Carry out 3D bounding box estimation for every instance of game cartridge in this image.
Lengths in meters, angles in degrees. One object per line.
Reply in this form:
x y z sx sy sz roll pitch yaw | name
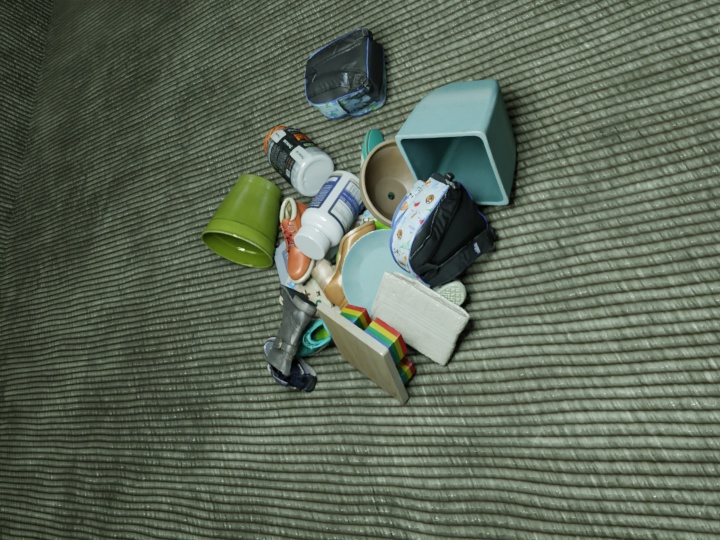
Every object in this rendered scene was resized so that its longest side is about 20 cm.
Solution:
-0.137 -0.046 1.596 0.199 0.040 0.135 -38 51 30 | game cartridge

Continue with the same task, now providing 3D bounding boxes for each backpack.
0.145 -0.075 1.275 0.192 0.200 0.153 -54 37 -11 | backpack
-0.033 -0.473 1.586 0.196 0.146 0.188 -11 68 29 | backpack

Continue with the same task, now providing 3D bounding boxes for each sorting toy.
0.021 0.155 1.329 0.197 0.202 0.070 32 68 36 | sorting toy

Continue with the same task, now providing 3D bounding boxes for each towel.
0.115 0.095 1.299 0.198 0.034 0.135 31 123 16 | towel

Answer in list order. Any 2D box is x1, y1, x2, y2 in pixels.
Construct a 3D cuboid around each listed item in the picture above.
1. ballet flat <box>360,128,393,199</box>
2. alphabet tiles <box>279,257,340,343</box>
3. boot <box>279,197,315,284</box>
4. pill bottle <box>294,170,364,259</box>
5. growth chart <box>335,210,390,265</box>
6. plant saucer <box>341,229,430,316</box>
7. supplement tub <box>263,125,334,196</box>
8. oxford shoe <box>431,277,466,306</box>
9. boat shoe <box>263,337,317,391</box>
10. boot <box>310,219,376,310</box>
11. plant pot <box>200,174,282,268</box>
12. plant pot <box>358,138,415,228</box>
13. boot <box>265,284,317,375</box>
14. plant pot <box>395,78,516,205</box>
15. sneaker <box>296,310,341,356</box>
0.030 -0.245 1.521 0.070 0.066 0.204 -35 54 41 | ballet flat
-0.107 0.073 1.529 0.194 0.014 0.203 32 106 26 | alphabet tiles
-0.158 -0.072 1.508 0.074 0.107 0.205 -11 64 28 | boot
-0.071 -0.127 1.483 0.109 0.112 0.202 6 51 38 | pill bottle
0.014 -0.078 1.506 0.197 0.018 0.148 -16 67 36 | growth chart
0.056 0.012 1.390 0.195 0.039 0.207 0 93 2 | plant saucer
-0.165 -0.290 1.648 0.200 0.122 0.124 44 103 37 | supplement tub
0.147 0.081 1.334 0.075 0.058 0.199 45 121 -8 | oxford shoe
-0.193 0.217 1.531 0.198 0.092 0.076 30 94 40 | boat shoe
0.000 0.000 1.441 0.200 0.077 0.156 -43 80 -2 | boot
-0.295 -0.139 1.675 0.197 0.200 0.197 1 65 38 | plant pot
0.083 -0.179 1.410 0.093 0.196 0.206 141 135 -69 | plant pot
-0.177 0.135 1.463 0.177 0.068 0.199 -65 26 3 | boot
0.217 -0.277 1.298 0.192 0.197 0.203 5 57 34 | plant pot
-0.108 0.149 1.464 0.199 0.079 0.079 -35 83 43 | sneaker
